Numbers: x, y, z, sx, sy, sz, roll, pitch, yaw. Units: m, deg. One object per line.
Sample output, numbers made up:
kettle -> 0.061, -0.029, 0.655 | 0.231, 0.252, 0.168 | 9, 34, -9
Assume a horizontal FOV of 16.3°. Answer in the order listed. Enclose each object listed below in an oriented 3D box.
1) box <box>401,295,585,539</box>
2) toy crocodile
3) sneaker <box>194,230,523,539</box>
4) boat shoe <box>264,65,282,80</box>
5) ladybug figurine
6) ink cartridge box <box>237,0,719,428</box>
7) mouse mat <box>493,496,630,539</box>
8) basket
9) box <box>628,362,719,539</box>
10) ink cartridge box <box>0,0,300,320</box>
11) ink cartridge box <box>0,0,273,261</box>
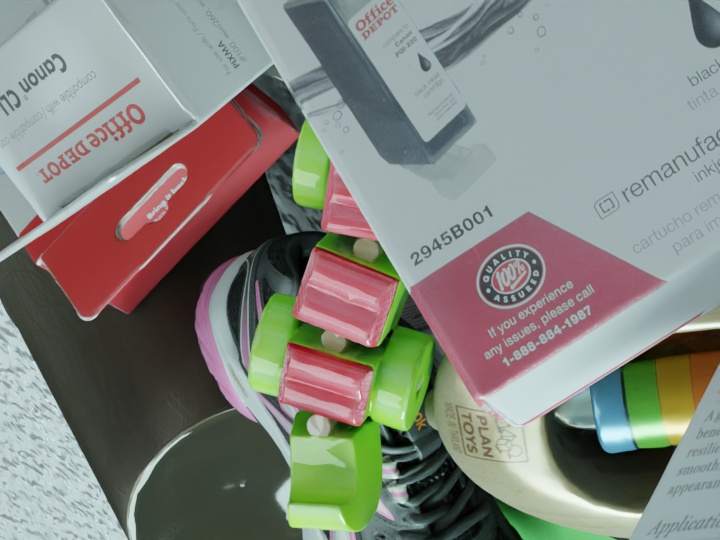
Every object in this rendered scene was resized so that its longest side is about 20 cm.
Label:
box -> 0.099, 0.081, 1.099 | 0.200, 0.101, 0.112 | 52, 155, -10
toy crocodile -> 0.000, 0.000, 0.935 | 0.067, 0.062, 0.201 | 16, 107, 9
sneaker -> 0.008, 0.071, 1.012 | 0.200, 0.080, 0.086 | 51, 152, 2
boat shoe -> -0.066, -0.153, 1.093 | 0.200, 0.073, 0.062 | 37, -163, 5
ladybug figurine -> 0.123, 0.037, 0.961 | 0.199, 0.072, 0.136 | -3, 124, 12
ink cartridge box -> 0.054, -0.073, 0.829 | 0.201, 0.145, 0.085 | 59, -173, 16
mouse mat -> 0.107, 0.156, 1.066 | 0.199, 0.008, 0.161 | 19, 143, 45
basket -> -0.083, 0.036, 1.175 | 0.200, 0.135, 0.181 | -119, 37, -45
box -> 0.225, 0.106, 0.805 | 0.200, 0.172, 0.199 | 44, 150, -23
ink cartridge box -> -0.109, -0.067, 1.113 | 0.067, 0.116, 0.200 | 34, -166, -50
ink cartridge box -> -0.073, -0.089, 0.941 | 0.068, 0.200, 0.116 | 52, 140, -7
